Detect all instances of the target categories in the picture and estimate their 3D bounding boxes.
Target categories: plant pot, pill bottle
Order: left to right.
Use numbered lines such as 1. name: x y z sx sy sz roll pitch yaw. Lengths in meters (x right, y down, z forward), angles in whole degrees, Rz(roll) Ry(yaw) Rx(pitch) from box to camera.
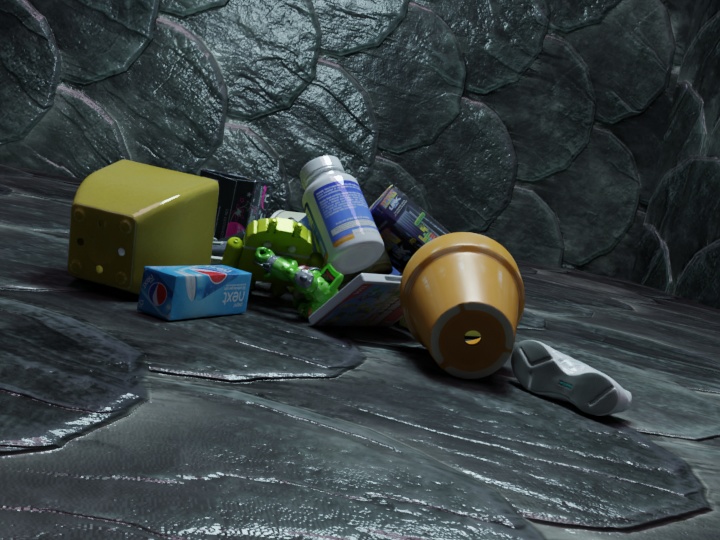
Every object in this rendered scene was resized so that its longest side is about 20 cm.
1. plant pot: -0.367 -0.058 1.409 0.192 0.198 0.200 13 15 14
2. pill bottle: -0.040 -0.104 1.575 0.111 0.202 0.112 -18 -24 -8
3. plant pot: 0.161 0.068 1.333 0.198 0.202 0.184 11 23 -4

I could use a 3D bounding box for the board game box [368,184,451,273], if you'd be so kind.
1. board game box: 0.080 -0.064 1.642 0.165 0.057 0.200 38 -18 -4

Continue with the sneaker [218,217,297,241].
1. sneaker: -0.204 -0.054 1.722 0.198 0.082 0.073 -5 -44 28

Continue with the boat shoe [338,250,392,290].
1. boat shoe: -0.002 0.000 1.691 0.072 0.064 0.201 -6 -15 -25

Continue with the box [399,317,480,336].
1. box: 0.171 0.092 1.636 0.198 0.051 0.075 5 8 -37

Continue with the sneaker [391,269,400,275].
1. sneaker: 0.008 0.007 1.924 0.145 0.082 0.199 -13 15 -30

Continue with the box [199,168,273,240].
1. box: -0.276 -0.101 1.825 0.131 0.202 0.115 14 6 14

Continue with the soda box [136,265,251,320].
1. soda box: -0.251 0.031 1.342 0.064 0.069 0.200 14 7 24

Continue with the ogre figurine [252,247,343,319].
1. ogre figurine: -0.090 0.026 1.510 0.119 0.098 0.201 24 -28 46

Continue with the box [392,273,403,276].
1. box: 0.092 0.039 1.656 0.199 0.050 0.160 -15 -10 40

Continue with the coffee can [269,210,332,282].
1. coffee can: -0.090 -0.046 1.849 0.198 0.148 0.146 9 5 23

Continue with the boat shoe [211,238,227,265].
1. boat shoe: -0.281 -0.032 1.670 0.198 0.075 0.062 5 49 18

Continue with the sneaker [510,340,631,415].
1. sneaker: 0.305 0.162 1.271 0.080 0.071 0.200 18 7 -44

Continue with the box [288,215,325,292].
1. box: -0.080 -0.051 1.693 0.047 0.123 0.200 4 -28 -41

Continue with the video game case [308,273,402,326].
1. video game case: 0.027 0.053 1.466 0.199 0.018 0.143 5 -35 -46

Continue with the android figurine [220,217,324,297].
1. android figurine: -0.156 -0.025 1.569 0.180 0.201 0.041 11 50 -17
